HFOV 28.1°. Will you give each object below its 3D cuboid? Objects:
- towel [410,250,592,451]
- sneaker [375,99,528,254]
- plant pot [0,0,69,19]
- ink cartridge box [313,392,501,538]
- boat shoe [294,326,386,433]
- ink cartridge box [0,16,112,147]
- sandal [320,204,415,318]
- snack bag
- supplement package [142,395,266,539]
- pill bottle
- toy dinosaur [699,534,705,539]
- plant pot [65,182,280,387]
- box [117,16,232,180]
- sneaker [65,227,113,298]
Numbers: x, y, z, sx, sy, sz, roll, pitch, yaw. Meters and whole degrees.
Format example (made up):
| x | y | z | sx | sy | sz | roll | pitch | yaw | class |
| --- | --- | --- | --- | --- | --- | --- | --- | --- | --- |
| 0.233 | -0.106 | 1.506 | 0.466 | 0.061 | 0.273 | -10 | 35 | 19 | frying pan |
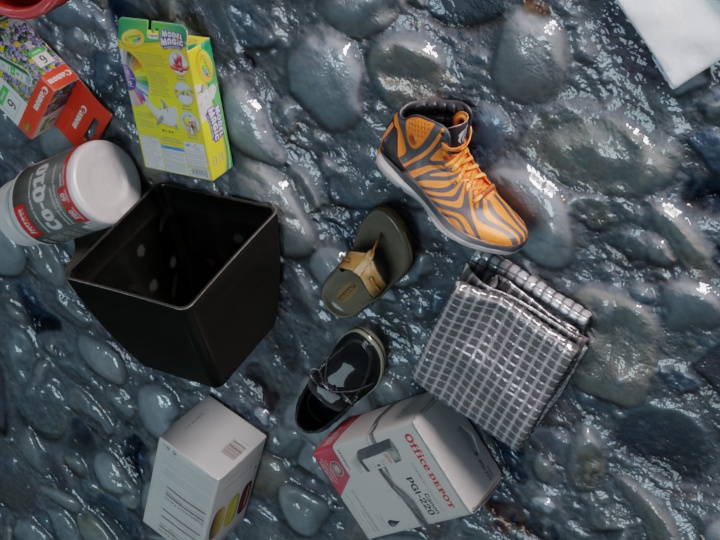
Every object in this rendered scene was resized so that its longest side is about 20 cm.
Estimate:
| x | y | z | sx | sy | sz | roll | pitch | yaw | class |
| --- | --- | --- | --- | --- | --- | --- | --- | --- | --- |
| 0.157 | 0.094 | 1.638 | 0.166 | 0.086 | 0.200 | 34 | 134 | 14 | towel |
| 0.107 | -0.107 | 1.546 | 0.200 | 0.078 | 0.112 | 37 | 136 | 12 | sneaker |
| -0.353 | -0.407 | 1.627 | 0.200 | 0.182 | 0.201 | 20 | 129 | 27 | plant pot |
| 0.059 | 0.247 | 1.820 | 0.200 | 0.085 | 0.146 | -25 | 102 | 43 | ink cartridge box |
| -0.028 | 0.145 | 1.835 | 0.075 | 0.062 | 0.200 | 44 | 134 | 8 | boat shoe |
| -0.426 | -0.236 | 1.895 | 0.200 | 0.050 | 0.109 | 46 | 136 | 5 | ink cartridge box |
| 0.000 | 0.000 | 1.719 | 0.082 | 0.055 | 0.200 | 46 | 136 | 3 | sandal |
| 0.305 | -0.283 | 1.313 | 0.200 | 0.021 | 0.189 | -30 | 98 | 46 | snack bag |
| -0.224 | 0.299 | 2.056 | 0.109 | 0.114 | 0.200 | 33 | 135 | 17 | supplement package |
| -0.395 | -0.097 | 1.919 | 0.200 | 0.114 | 0.114 | -15 | 108 | 43 | pill bottle |
| 0.469 | 0.340 | 1.584 | 0.200 | 0.077 | 0.102 | 43 | 124 | 13 | toy dinosaur |
| -0.217 | 0.030 | 1.822 | 0.200 | 0.200 | 0.178 | 14 | 137 | 30 | plant pot |
| -0.228 | -0.215 | 1.759 | 0.117 | 0.048 | 0.200 | 14 | 128 | 31 | box |
| -0.334 | 0.012 | 1.922 | 0.075 | 0.200 | 0.106 | -24 | 115 | 5 | sneaker |
